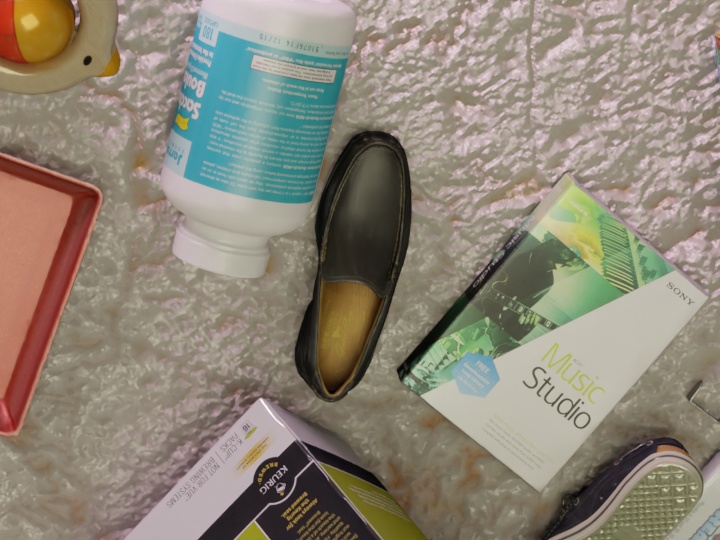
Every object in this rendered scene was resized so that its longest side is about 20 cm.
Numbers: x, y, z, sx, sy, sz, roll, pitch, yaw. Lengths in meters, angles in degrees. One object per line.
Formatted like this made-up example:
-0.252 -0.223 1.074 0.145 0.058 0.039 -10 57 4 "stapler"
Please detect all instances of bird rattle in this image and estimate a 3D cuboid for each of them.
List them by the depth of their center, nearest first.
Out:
-0.241 -0.192 1.545 0.199 0.113 0.164 -10 122 -1 "bird rattle"

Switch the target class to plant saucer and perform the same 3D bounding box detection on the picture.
-0.309 -0.003 1.615 0.199 0.037 0.201 19 102 -11 "plant saucer"

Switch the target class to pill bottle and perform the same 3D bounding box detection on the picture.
-0.077 -0.100 1.578 0.110 0.111 0.201 13 102 -10 "pill bottle"

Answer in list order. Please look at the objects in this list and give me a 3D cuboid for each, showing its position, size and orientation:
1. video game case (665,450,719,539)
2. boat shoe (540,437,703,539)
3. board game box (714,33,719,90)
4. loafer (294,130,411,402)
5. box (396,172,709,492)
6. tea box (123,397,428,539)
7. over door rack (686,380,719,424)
0.287 0.264 1.762 0.182 0.024 0.200 40 98 -14 "video game case"
0.185 0.202 1.716 0.074 0.062 0.200 37 113 -12 "boat shoe"
0.309 -0.065 1.607 0.056 0.165 0.201 -10 106 -4 "board game box"
0.000 0.000 1.634 0.072 0.072 0.201 7 103 -8 "loafer"
0.144 0.048 1.683 0.144 0.036 0.200 38 96 -15 "box"
-0.056 0.237 1.611 0.200 0.134 0.197 -45 60 7 "tea box"
0.347 0.069 1.656 0.200 0.148 0.067 -40 101 3 "over door rack"
